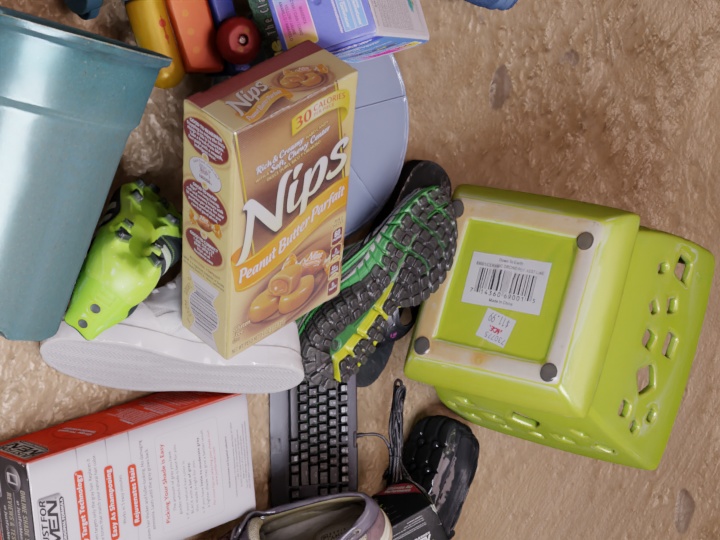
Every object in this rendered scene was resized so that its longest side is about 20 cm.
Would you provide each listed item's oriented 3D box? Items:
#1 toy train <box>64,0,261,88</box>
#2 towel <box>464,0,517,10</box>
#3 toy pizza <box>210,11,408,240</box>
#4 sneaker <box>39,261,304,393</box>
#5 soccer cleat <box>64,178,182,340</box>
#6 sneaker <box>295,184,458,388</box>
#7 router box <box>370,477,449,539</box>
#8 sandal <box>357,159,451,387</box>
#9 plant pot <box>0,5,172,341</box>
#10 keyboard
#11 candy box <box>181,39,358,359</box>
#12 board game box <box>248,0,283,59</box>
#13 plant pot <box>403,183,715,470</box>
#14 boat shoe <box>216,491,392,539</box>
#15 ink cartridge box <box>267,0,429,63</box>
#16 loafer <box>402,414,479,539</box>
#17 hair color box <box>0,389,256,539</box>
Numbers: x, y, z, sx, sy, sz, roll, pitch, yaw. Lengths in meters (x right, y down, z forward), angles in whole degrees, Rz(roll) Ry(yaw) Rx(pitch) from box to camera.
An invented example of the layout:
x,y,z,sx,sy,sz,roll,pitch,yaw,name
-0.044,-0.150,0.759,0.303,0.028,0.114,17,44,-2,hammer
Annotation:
x,y,z,sx,sy,sz,roll,pitch,yaw,name
-0.136,-0.148,1.284,0.115,0.085,0.201,-22,103,-27,toy train
0.066,-0.292,1.480,0.199,0.048,0.112,16,86,-44,towel
-0.043,-0.118,1.414,0.199,0.032,0.202,-3,94,-40,toy pizza
-0.142,0.025,1.336,0.199,0.074,0.116,7,61,-24,sneaker
-0.166,-0.010,1.257,0.067,0.200,0.081,39,104,-7,soccer cleat
0.000,0.000,1.419,0.200,0.085,0.078,-44,130,-22,sneaker
-0.008,0.282,1.450,0.199,0.062,0.151,-27,113,-11,router box
0.030,0.001,1.498,0.075,0.048,0.201,29,78,-42,sandal
-0.240,-0.069,1.146,0.200,0.200,0.197,9,99,-44,plant pot
-0.013,0.138,1.474,0.126,0.021,0.201,-5,103,-20,keyboard
-0.065,-0.047,1.248,0.115,0.055,0.201,-31,142,-35,candy box
-0.056,-0.189,1.328,0.105,0.023,0.201,-46,120,-75,board game box
0.157,0.037,1.496,0.181,0.199,0.200,29,75,-56,plant pot
-0.075,0.216,1.371,0.199,0.072,0.065,-19,140,0,boat shoe
-0.022,-0.223,1.298,0.200,0.076,0.137,-22,96,-76,ink cartridge box
0.052,0.225,1.546,0.070,0.068,0.202,31,77,-43,loafer
-0.173,0.155,1.326,0.199,0.061,0.102,-15,108,-42,hair color box
